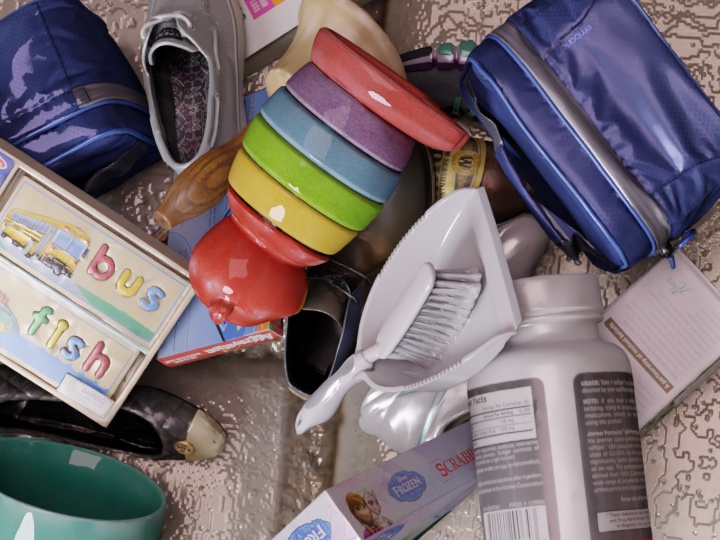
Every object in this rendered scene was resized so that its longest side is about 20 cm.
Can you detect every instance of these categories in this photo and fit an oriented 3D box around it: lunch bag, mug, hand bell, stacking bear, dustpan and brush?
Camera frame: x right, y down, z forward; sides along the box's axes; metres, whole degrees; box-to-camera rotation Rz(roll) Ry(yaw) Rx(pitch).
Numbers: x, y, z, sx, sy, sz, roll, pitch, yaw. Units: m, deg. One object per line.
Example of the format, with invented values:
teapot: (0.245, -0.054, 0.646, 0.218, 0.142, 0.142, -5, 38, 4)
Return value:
lunch bag: (-0.254, -0.093, 1.480, 0.199, 0.136, 0.133, -29, 77, 9)
lunch bag: (0.159, -0.088, 1.349, 0.132, 0.136, 0.200, -37, 85, -1)
mug: (-0.225, 0.197, 1.447, 0.151, 0.185, 0.115, 14, 101, -6)
hand bell: (-0.070, -0.096, 1.405, 0.104, 0.104, 0.200, 40, 66, 14)
stacking bear: (-0.038, -0.050, 1.341, 0.113, 0.122, 0.201, 33, 98, -22)
dustpan and brush: (0.022, 0.048, 1.341, 0.200, 0.057, 0.140, -56, 31, 35)

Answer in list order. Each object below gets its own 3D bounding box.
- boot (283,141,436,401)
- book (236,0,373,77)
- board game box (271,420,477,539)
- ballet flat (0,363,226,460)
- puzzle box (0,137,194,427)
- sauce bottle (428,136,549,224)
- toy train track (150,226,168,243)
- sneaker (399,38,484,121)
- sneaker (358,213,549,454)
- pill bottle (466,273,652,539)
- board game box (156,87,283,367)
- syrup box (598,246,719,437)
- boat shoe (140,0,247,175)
boot: (0.000, 0.000, 1.408, 0.074, 0.097, 0.201, 21, 111, 7)
book: (-0.061, -0.241, 1.518, 0.199, 0.048, 0.134, -31, 76, 10)
board game box: (-0.022, 0.192, 1.336, 0.200, 0.200, 0.041, -45, 76, 30)
ballet flat: (-0.197, 0.115, 1.473, 0.198, 0.067, 0.057, 10, 41, 2)
puzzle box: (-0.225, 0.003, 1.410, 0.199, 0.025, 0.133, 33, 102, -7)
sauce bottle: (0.070, -0.067, 1.455, 0.198, 0.065, 0.065, 5, 83, 12)
toy train track: (-0.172, 0.010, 1.514, 0.200, 0.033, 0.115, -42, 69, -2)
sneaker: (0.108, -0.122, 1.451, 0.198, 0.074, 0.088, -5, 86, 10)
sneaker: (0.084, 0.053, 1.427, 0.080, 0.070, 0.201, 38, 100, 26)
pill bottle: (0.127, 0.107, 1.313, 0.110, 0.111, 0.202, -7, 81, 11)
board game box: (-0.096, -0.034, 1.457, 0.102, 0.019, 0.201, -16, 58, 32)
syrup box: (0.174, 0.082, 1.404, 0.200, 0.079, 0.082, -42, 77, 4)
boat shoe: (-0.124, -0.154, 1.459, 0.070, 0.071, 0.202, -16, 69, 16)
